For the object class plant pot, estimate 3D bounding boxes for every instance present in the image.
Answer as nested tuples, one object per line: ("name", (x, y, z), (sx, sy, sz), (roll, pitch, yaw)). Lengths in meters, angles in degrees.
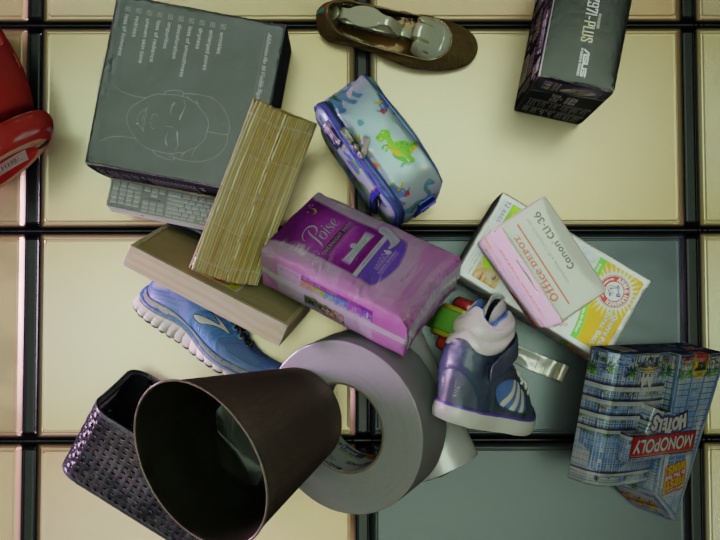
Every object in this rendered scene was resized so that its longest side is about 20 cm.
("plant pot", (-0.462, -0.181, 1.333), (0.200, 0.200, 0.183), (-36, 90, -2))

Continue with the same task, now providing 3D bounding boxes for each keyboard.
("keyboard", (-0.194, -0.070, 1.378), (0.199, 0.011, 0.056), (12, 43, -12))

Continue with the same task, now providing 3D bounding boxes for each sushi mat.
("sushi mat", (-0.117, -0.083, 1.302), (0.012, 0.095, 0.201), (24, 94, 44))

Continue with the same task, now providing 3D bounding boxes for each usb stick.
("usb stick", (-0.136, -0.034, 1.400), (0.199, 0.056, 0.033), (24, 124, 1))

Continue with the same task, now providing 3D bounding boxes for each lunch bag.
("lunch bag", (0.022, -0.127, 1.330), (0.082, 0.200, 0.161), (-36, 88, -1))

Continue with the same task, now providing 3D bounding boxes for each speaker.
("speaker", (0.061, 0.142, 1.375), (0.081, 0.081, 0.201), (-25, 87, -2))

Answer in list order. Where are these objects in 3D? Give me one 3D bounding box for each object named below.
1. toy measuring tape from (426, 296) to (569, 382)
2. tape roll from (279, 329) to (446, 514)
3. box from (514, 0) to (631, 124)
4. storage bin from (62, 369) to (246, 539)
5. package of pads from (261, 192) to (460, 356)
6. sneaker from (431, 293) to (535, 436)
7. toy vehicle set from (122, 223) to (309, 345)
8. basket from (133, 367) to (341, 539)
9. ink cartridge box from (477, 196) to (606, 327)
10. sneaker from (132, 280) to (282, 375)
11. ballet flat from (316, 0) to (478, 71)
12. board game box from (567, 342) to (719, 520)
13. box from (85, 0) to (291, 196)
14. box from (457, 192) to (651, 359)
("toy measuring tape", (0.153, 0.083, 1.384), (0.199, 0.074, 0.074), (24, 87, 2))
("tape roll", (-0.006, 0.169, 1.333), (0.199, 0.066, 0.201), (7, 104, 27))
("box", (0.242, -0.269, 1.339), (0.086, 0.200, 0.165), (12, 86, 1))
("storage bin", (-0.214, 0.216, 1.330), (0.200, 0.135, 0.094), (32, 108, 1))
("package of pads", (0.000, 0.000, 1.319), (0.199, 0.076, 0.121), (26, 53, 22))
("sneaker", (0.157, 0.102, 1.322), (0.080, 0.200, 0.147), (16, 91, 34))
("toy vehicle set", (-0.158, 0.011, 1.352), (0.199, 0.124, 0.027), (27, 110, 6))
("basket", (-0.113, 0.177, 1.238), (0.136, 0.200, 0.181), (-43, 77, 25))
("ink cartridge box", (0.187, -0.006, 1.221), (0.067, 0.200, 0.117), (-34, 88, -1))
("sneaker", (-0.165, 0.064, 1.380), (0.200, 0.079, 0.089), (35, 90, 2))
("ballet flat", (0.043, -0.285, 1.403), (0.199, 0.072, 0.068), (16, 87, 0))
("board game box", (0.323, 0.186, 1.341), (0.199, 0.062, 0.201), (1, 99, -44))
("box", (-0.194, -0.194, 1.371), (0.196, 0.124, 0.201), (11, 88, 1))
("box", (0.217, 0.010, 1.372), (0.200, 0.101, 0.113), (32, 88, 2))
